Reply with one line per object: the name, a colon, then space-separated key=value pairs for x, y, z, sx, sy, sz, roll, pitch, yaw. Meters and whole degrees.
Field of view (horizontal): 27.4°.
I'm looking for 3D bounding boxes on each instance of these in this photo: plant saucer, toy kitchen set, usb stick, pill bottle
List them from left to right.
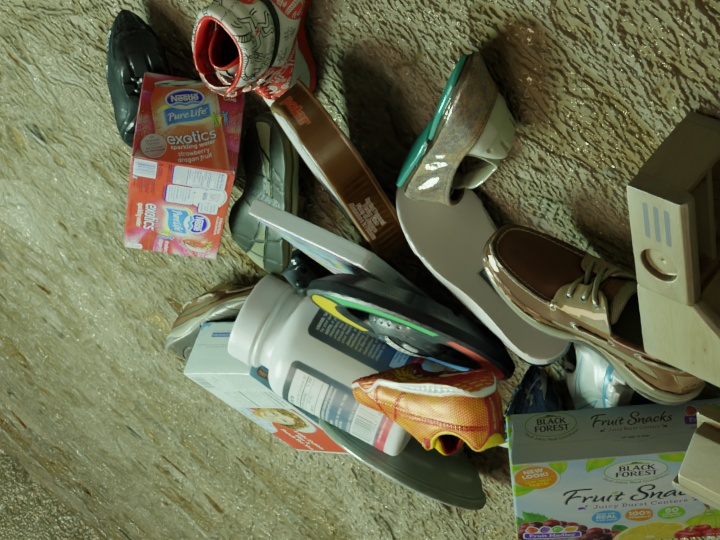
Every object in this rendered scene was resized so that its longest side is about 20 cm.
pill bottle: x=-0.024 y=0.087 z=1.468 sx=0.199 sy=0.120 sz=0.120 roll=27 pitch=152 yaw=9
usb stick: x=-0.010 y=0.060 z=1.546 sx=0.200 sy=0.033 sz=0.055 roll=51 pitch=155 yaw=-13
plant saucer: x=0.053 y=0.182 z=1.562 sx=0.199 sy=0.051 sz=0.200 roll=26 pitch=-174 yaw=-3
toy kitchen set: x=0.260 y=0.043 z=0.955 sx=0.199 sy=0.163 sz=0.181 roll=25 pitch=149 yaw=34

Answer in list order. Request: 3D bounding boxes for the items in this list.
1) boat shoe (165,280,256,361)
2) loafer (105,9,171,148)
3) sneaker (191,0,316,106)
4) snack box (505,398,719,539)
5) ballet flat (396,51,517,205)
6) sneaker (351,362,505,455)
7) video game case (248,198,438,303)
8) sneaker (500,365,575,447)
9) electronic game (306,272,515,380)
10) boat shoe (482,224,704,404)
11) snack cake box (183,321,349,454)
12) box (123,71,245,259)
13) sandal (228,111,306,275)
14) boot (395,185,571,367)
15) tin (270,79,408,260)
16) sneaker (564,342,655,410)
boat shoe: x=-0.151 y=0.044 z=1.680 sx=0.199 sy=0.072 sz=0.076 roll=-21 pitch=136 yaw=40
loafer: x=-0.215 y=-0.184 z=1.456 sx=0.201 sy=0.067 sz=0.071 roll=98 pitch=156 yaw=-67
sneaker: x=-0.091 y=-0.173 z=1.218 sx=0.067 sy=0.108 sz=0.202 roll=37 pitch=154 yaw=14
snack box: x=0.223 y=0.167 z=1.208 sx=0.198 sy=0.053 sz=0.143 roll=-6 pitch=140 yaw=5
ballet flat: x=0.082 y=-0.104 z=1.135 sx=0.067 sy=0.069 sz=0.200 roll=24 pitch=160 yaw=-2
sneaker: x=0.053 y=0.125 z=1.310 sx=0.200 sy=0.072 sz=0.078 roll=5 pitch=106 yaw=61
video game case: x=0.000 y=0.000 z=1.362 sx=0.142 sy=0.018 sz=0.200 roll=26 pitch=174 yaw=35
sneaker: x=0.172 y=0.138 z=1.325 sx=0.085 sy=0.078 sz=0.200 roll=25 pitch=176 yaw=6
electronic game: x=0.045 y=0.053 z=1.318 sx=0.199 sy=0.042 sz=0.200 roll=23 pitch=170 yaw=4
boat shoe: x=0.187 y=0.022 z=1.129 sx=0.199 sy=0.076 sz=0.072 roll=31 pitch=157 yaw=5
snack cake box: x=-0.085 y=0.133 z=1.647 sx=0.114 sy=0.068 sz=0.200 roll=-4 pitch=147 yaw=44
box: x=-0.173 y=-0.097 z=1.437 sx=0.099 sy=0.096 sz=0.200 roll=8 pitch=155 yaw=-7
sandal: x=-0.078 y=-0.072 z=1.428 sx=0.080 sy=0.057 sz=0.202 roll=40 pitch=141 yaw=22
boot: x=0.101 y=0.003 z=1.253 sx=0.201 sy=0.073 sz=0.090 roll=53 pitch=177 yaw=10
tin: x=-0.016 y=-0.082 z=1.258 sx=0.112 sy=0.042 sz=0.200 roll=57 pitch=-178 yaw=37
sneaker: x=0.212 y=0.111 z=1.264 sx=0.087 sy=0.075 sz=0.201 roll=43 pitch=155 yaw=33
